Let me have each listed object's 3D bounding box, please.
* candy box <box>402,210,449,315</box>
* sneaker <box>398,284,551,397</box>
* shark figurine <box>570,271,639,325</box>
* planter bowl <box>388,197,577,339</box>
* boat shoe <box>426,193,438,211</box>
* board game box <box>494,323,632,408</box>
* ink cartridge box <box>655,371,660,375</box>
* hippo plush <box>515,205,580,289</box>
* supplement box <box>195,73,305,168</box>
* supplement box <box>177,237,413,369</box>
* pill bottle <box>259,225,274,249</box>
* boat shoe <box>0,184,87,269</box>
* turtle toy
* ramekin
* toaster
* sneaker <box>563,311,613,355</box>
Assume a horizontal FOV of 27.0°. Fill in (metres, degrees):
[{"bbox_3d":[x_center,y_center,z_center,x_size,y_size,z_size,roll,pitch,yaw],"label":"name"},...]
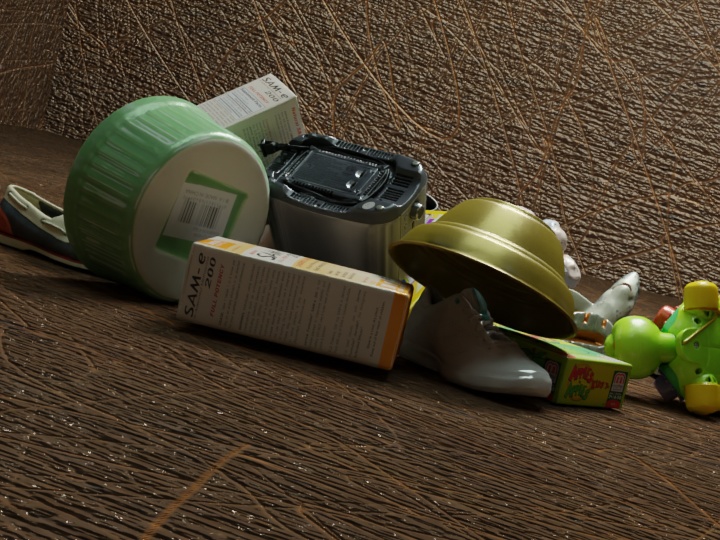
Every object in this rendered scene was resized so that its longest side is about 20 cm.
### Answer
[{"bbox_3d":[0.055,-0.001,1.620,0.102,0.026,0.200,8,39,35],"label":"candy box"},{"bbox_3d":[0.108,0.063,1.432,0.075,0.089,0.200,11,6,-39],"label":"sneaker"},{"bbox_3d":[0.241,0.075,1.857,0.214,0.128,0.090,-4,-21,3],"label":"shark figurine"},{"bbox_3d":[0.134,-0.014,1.460,0.200,0.084,0.200,24,-13,6],"label":"planter bowl"},{"bbox_3d":[0.003,-0.107,1.744,0.200,0.067,0.057,31,-39,-2],"label":"boat shoe"},{"bbox_3d":[0.165,0.088,1.530,0.101,0.048,0.200,8,7,-42],"label":"board game box"},{"bbox_3d":[0.447,0.122,1.932,0.200,0.041,0.200,13,5,-7],"label":"ink cartridge box"},{"bbox_3d":[0.190,-0.011,2.040,0.200,0.160,0.161,16,5,21],"label":"hippo plush"},{"bbox_3d":[-0.156,-0.113,1.632,0.200,0.126,0.074,-25,38,-16],"label":"supplement box"},{"bbox_3d":[-0.056,0.027,1.389,0.200,0.074,0.126,13,5,3],"label":"supplement box"},{"bbox_3d":[-0.027,-0.048,1.928,0.200,0.112,0.112,18,4,-17],"label":"pill bottle"},{"bbox_3d":[-0.310,-0.041,1.610,0.200,0.063,0.071,16,4,28],"label":"boat shoe"},{"bbox_3d":[0.358,0.088,1.635,0.200,0.146,0.101,9,-13,-33],"label":"turtle toy"},{"bbox_3d":[-0.186,-0.065,1.499,0.200,0.200,0.098,8,15,-47],"label":"ramekin"},{"bbox_3d":[-0.022,-0.057,1.574,0.200,0.129,0.114,16,45,24],"label":"toaster"},{"bbox_3d":[0.186,0.070,1.702,0.200,0.078,0.077,16,-9,-16],"label":"sneaker"}]
